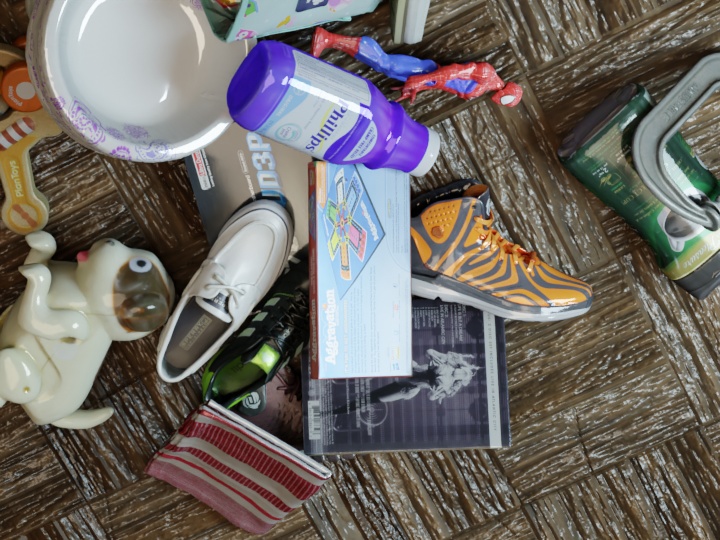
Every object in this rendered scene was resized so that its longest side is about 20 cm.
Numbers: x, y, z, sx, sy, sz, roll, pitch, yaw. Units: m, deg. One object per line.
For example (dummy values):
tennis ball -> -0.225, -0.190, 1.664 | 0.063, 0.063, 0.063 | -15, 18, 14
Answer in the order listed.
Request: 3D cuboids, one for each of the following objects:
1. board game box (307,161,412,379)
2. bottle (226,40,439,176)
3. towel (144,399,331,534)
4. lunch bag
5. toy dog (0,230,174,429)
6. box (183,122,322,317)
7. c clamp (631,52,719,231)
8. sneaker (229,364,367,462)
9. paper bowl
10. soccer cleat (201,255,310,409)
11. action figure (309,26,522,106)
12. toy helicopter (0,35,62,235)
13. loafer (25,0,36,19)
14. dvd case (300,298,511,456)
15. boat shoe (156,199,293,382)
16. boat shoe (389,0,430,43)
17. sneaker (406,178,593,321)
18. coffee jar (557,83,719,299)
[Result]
board game box -> 0.000, 0.000, 1.728 | 0.103, 0.019, 0.200 | 1, 88, -31
bottle -> -0.020, -0.138, 1.682 | 0.200, 0.065, 0.084 | 21, 122, -30
towel -> -0.123, 0.197, 1.818 | 0.144, 0.023, 0.200 | 31, 150, -8
lunch bag -> -0.060, -0.305, 1.627 | 0.170, 0.122, 0.200 | -18, 116, -31
toy dog -> -0.270, 0.053, 1.783 | 0.200, 0.140, 0.194 | -37, 104, 12
box -> -0.073, -0.065, 1.777 | 0.159, 0.046, 0.200 | -12, 108, 7
c clamp -> 0.341, -0.109, 1.695 | 0.200, 0.027, 0.171 | -38, 97, -25
sneaker -> -0.046, 0.127, 1.829 | 0.200, 0.076, 0.116 | -14, 105, 8
paper bowl -> -0.202, -0.199, 1.685 | 0.201, 0.104, 0.201 | -2, 96, -24
soccer cleat -> -0.074, 0.060, 1.754 | 0.068, 0.081, 0.200 | 41, 106, -13
action figure -> 0.052, -0.182, 1.718 | 0.200, 0.065, 0.052 | 9, 85, -5
toy helicopter -> -0.343, -0.121, 1.762 | 0.132, 0.079, 0.200 | -8, 121, -1
loafer -> -0.252, -0.313, 1.690 | 0.070, 0.070, 0.200 | 21, 113, -7
dvd case -> 0.042, 0.102, 1.802 | 0.200, 0.016, 0.149 | -2, 79, 0
boat shoe -> -0.128, 0.025, 1.754 | 0.074, 0.065, 0.200 | 29, 110, -6
boat shoe -> 0.068, -0.295, 1.674 | 0.068, 0.075, 0.200 | 4, 120, -10
sneaker -> 0.130, -0.021, 1.765 | 0.200, 0.078, 0.112 | 10, 110, 0
coffee jar -> 0.284, -0.071, 1.734 | 0.104, 0.085, 0.200 | -42, 101, 8
